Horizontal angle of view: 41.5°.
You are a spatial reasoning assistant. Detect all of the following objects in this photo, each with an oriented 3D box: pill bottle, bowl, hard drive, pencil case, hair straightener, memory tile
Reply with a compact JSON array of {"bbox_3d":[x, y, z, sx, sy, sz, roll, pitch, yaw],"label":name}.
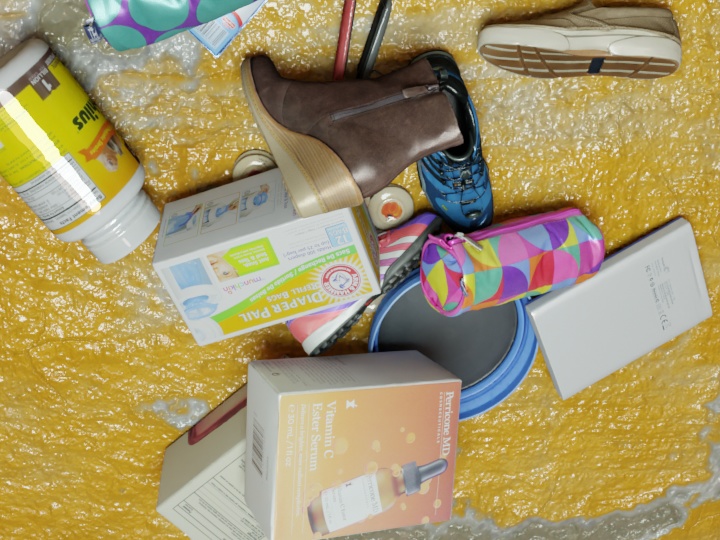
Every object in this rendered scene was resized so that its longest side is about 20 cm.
[{"bbox_3d":[-0.278,-0.106,0.894,0.108,0.110,0.201,-30,117,11],"label":"pill bottle"},{"bbox_3d":[0.102,0.078,1.061,0.196,0.040,0.205,-5,119,-9],"label":"bowl"},{"bbox_3d":[0.289,0.044,1.056,0.197,0.025,0.133,-29,121,-3],"label":"hard drive"},{"bbox_3d":[0.154,-0.012,0.965,0.196,0.088,0.090,-13,123,-29],"label":"pencil case"},{"bbox_3d":[-0.141,-0.256,0.798,0.196,0.086,0.093,-20,149,5],"label":"pencil case"},{"bbox_3d":[0.006,-0.168,0.925,0.075,0.041,0.204,7,112,-10],"label":"hair straightener"},{"bbox_3d":[-0.050,-0.036,1.007,0.196,0.017,0.156,12,117,-12],"label":"memory tile"}]

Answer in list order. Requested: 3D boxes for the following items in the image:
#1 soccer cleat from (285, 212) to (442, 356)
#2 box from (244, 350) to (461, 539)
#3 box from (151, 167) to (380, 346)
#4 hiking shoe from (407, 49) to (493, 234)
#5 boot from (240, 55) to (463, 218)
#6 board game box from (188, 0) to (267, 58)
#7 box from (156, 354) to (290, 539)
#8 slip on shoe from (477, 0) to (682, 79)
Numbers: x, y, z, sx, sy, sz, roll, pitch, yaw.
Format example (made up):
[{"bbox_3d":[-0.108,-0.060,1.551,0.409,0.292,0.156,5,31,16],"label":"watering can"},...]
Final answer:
[{"bbox_3d":[0.000,0.000,0.989,0.200,0.068,0.073,-43,81,8],"label":"soccer cleat"},{"bbox_3d":[-0.010,0.173,0.964,0.196,0.106,0.156,-2,102,-23],"label":"box"},{"bbox_3d":[-0.087,-0.023,0.928,0.196,0.102,0.114,-17,127,10],"label":"box"},{"bbox_3d":[0.088,-0.111,0.940,0.073,0.087,0.203,-19,119,5],"label":"hiking shoe"},{"bbox_3d":[-0.012,-0.150,0.869,0.164,0.202,0.073,-27,149,0],"label":"boot"},{"bbox_3d":[-0.118,-0.316,0.838,0.151,0.037,0.200,40,109,-23],"label":"board game box"},{"bbox_3d":[-0.117,0.218,1.084,0.199,0.110,0.128,-38,116,15],"label":"box"},{"bbox_3d":[0.209,-0.226,0.909,0.195,0.076,0.062,2,79,2],"label":"slip on shoe"}]
